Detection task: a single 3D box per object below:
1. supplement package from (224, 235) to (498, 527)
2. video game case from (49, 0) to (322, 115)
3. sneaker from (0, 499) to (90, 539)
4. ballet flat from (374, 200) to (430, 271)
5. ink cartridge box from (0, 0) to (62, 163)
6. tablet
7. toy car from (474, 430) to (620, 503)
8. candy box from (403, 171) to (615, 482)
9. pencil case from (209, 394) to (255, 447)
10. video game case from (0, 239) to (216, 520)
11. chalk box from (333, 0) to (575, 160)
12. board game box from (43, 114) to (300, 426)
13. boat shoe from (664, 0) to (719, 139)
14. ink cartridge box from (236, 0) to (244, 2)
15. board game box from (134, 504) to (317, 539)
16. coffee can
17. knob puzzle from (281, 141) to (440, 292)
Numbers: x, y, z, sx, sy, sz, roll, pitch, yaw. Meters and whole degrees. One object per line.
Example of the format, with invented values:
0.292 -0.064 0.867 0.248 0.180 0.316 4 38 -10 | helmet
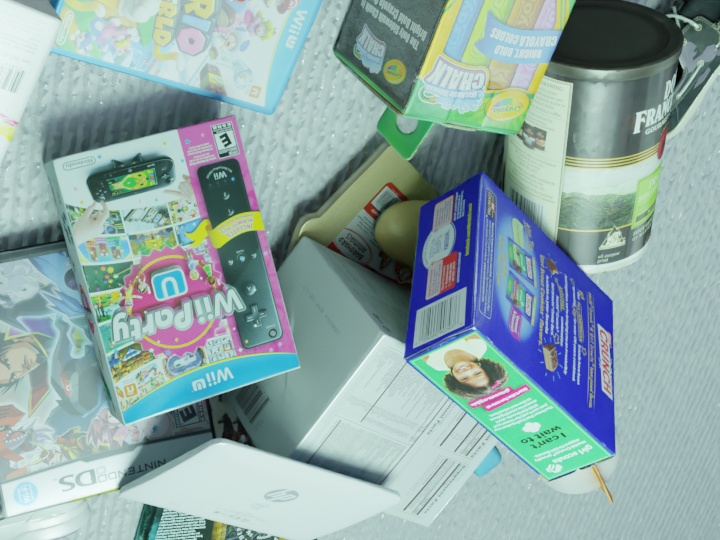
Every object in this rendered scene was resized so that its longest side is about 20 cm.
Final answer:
0.007 0.100 1.025 0.199 0.152 0.151 27 105 -42 | supplement package
-0.121 -0.204 0.866 0.199 0.018 0.144 11 113 -38 | video game case
-0.328 0.187 0.982 0.198 0.075 0.101 -9 106 -28 | sneaker
0.099 -0.011 1.070 0.199 0.063 0.069 19 106 -40 | ballet flat
-0.296 -0.108 0.785 0.114 0.068 0.201 16 110 -39 | ink cartridge box
-0.077 0.181 0.939 0.130 0.014 0.199 -30 141 35 | tablet
0.196 0.152 1.193 0.184 0.200 0.177 -37 133 -5 | toy car
0.130 0.048 0.975 0.077 0.170 0.200 -27 127 34 | candy box
-0.154 0.127 1.032 0.199 0.077 0.090 30 85 -42 | pencil case
-0.214 0.075 0.919 0.179 0.025 0.202 -12 95 -20 | video game case
0.071 -0.187 0.930 0.123 0.125 0.202 4 120 -34 | chalk box
-0.143 -0.003 0.899 0.146 0.064 0.202 -17 98 -22 | board game box
0.307 -0.216 1.097 0.067 0.072 0.201 6 119 -40 | boat shoe
-0.037 -0.287 0.812 0.199 0.067 0.117 -35 132 -17 | ink cartridge box
-0.122 0.241 1.167 0.198 0.028 0.136 3 118 -34 | board game box
0.199 -0.120 1.044 0.145 0.146 0.202 -17 129 -22 | coffee can
0.000 0.000 1.078 0.218 0.030 0.222 -18 129 -23 | knob puzzle
